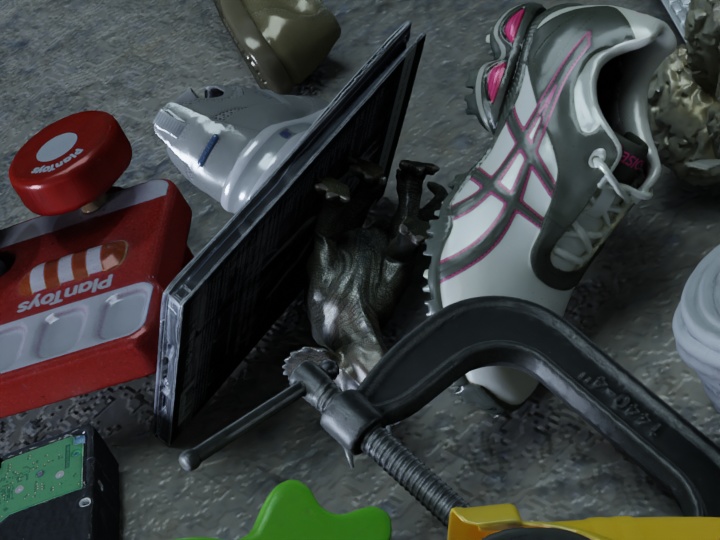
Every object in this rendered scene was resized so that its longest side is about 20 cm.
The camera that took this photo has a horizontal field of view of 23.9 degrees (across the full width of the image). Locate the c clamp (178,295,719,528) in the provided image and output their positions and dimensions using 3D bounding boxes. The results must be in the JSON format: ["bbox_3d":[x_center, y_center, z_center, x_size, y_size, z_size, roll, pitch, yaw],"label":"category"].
[{"bbox_3d":[0.055,0.088,0.702,0.200,0.027,0.171,35,55,22],"label":"c clamp"}]

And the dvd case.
[{"bbox_3d":[-0.037,-0.018,0.856,0.016,0.149,0.200,34,60,11],"label":"dvd case"}]

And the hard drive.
[{"bbox_3d":[-0.179,0.170,0.790,0.139,0.038,0.200,-21,38,7],"label":"hard drive"}]

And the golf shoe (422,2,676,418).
[{"bbox_3d":[0.087,-0.031,0.784,0.088,0.077,0.200,2,77,44],"label":"golf shoe"}]

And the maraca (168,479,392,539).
[{"bbox_3d":[-0.055,0.164,0.667,0.200,0.107,0.137,-29,77,-26],"label":"maraca"}]

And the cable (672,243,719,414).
[{"bbox_3d":[0.223,0.008,0.671,0.200,0.069,0.200,-26,15,-17],"label":"cable"}]

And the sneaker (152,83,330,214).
[{"bbox_3d":[-0.060,-0.077,0.921,0.075,0.082,0.200,-55,0,6],"label":"sneaker"}]

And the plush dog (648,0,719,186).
[{"bbox_3d":[0.209,-0.142,0.792,0.200,0.172,0.160,-13,-4,18],"label":"plush dog"}]

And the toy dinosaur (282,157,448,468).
[{"bbox_3d":[0.000,0.000,0.852,0.077,0.102,0.200,19,26,-6],"label":"toy dinosaur"}]

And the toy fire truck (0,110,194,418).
[{"bbox_3d":[-0.183,0.016,0.910,0.200,0.112,0.168,-16,35,15],"label":"toy fire truck"}]

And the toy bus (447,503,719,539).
[{"bbox_3d":[0.124,0.172,0.552,0.192,0.136,0.200,-7,39,-2],"label":"toy bus"}]

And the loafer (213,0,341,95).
[{"bbox_3d":[-0.063,-0.184,1.126,0.067,0.076,0.200,-25,47,-1],"label":"loafer"}]

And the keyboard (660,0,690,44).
[{"bbox_3d":[0.194,-0.168,0.967,0.056,0.011,0.200,-23,50,5],"label":"keyboard"}]
